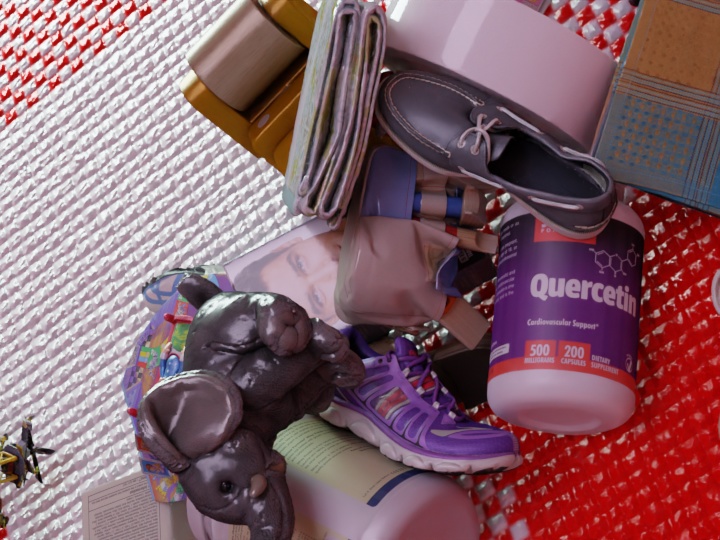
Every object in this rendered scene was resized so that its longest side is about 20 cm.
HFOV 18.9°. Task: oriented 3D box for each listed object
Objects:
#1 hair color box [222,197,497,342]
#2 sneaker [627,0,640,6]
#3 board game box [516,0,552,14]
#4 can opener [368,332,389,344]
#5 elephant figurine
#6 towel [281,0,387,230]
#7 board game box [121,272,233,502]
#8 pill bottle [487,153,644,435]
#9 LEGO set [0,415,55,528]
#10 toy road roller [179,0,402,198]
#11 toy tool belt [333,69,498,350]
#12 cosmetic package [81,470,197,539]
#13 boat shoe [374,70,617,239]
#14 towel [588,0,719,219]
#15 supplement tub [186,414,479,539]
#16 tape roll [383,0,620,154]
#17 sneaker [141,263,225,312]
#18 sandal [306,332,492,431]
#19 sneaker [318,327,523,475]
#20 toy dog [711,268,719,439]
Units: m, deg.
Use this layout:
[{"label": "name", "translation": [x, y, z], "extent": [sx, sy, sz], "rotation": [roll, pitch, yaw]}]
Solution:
[{"label": "hair color box", "translation": [0.000, 0.000, 1.762], "extent": [0.199, 0.061, 0.099], "rotation": [-27, 71, 6]}, {"label": "sneaker", "translation": [0.277, -0.283, 1.721], "extent": [0.200, 0.075, 0.116], "rotation": [-41, 56, 30]}, {"label": "board game box", "translation": [0.148, -0.319, 1.774], "extent": [0.200, 0.153, 0.040], "rotation": [-55, 47, 5]}, {"label": "can opener", "translation": [-0.031, 0.092, 1.803], "extent": [0.067, 0.053, 0.201], "rotation": [17, 83, 42]}, {"label": "elephant figurine", "translation": [-0.097, 0.120, 1.600], "extent": [0.201, 0.141, 0.155], "rotation": [-60, 24, -16]}, {"label": "towel", "translation": [-0.020, -0.125, 1.664], "extent": [0.200, 0.048, 0.172], "rotation": [-127, 50, -81]}, {"label": "board game box", "translation": [-0.152, 0.089, 1.804], "extent": [0.158, 0.039, 0.201], "rotation": [-44, 44, 24]}, {"label": "pill bottle", "translation": [0.158, 0.017, 1.648], "extent": [0.112, 0.112, 0.201], "rotation": [-8, 67, 35]}, {"label": "LEGO set", "translation": [-0.358, 0.202, 1.998], "extent": [0.199, 0.116, 0.155], "rotation": [6, 104, 43]}, {"label": "toy road roller", "translation": [-0.044, -0.130, 1.815], "extent": [0.123, 0.200, 0.146], "rotation": [-45, 28, 13]}, {"label": "toy tool belt", "translation": [0.055, -0.046, 1.678], "extent": [0.125, 0.122, 0.201], "rotation": [139, 142, -76]}, {"label": "cosmetic package", "translation": [-0.174, 0.274, 1.823], "extent": [0.103, 0.073, 0.201], "rotation": [-21, 60, 30]}, {"label": "boat shoe", "translation": [0.101, -0.095, 1.589], "extent": [0.199, 0.062, 0.073], "rotation": [31, 74, 5]}, {"label": "towel", "translation": [0.266, -0.142, 1.642], "extent": [0.146, 0.022, 0.201], "rotation": [19, 78, 0]}, {"label": "supplement tub", "translation": [-0.024, 0.197, 1.683], "extent": [0.199, 0.145, 0.146], "rotation": [22, 85, 37]}, {"label": "tape roll", "translation": [0.108, -0.161, 1.706], "extent": [0.202, 0.202, 0.071], "rotation": [24, 87, 41]}, {"label": "sneaker", "translation": [-0.119, 0.027, 1.893], "extent": [0.199, 0.072, 0.073], "rotation": [-6, 93, 43]}, {"label": "sandal", "translation": [0.035, 0.085, 1.762], "extent": [0.211, 0.078, 0.070], "rotation": [-17, 29, 24]}, {"label": "sneaker", "translation": [0.040, 0.099, 1.651], "extent": [0.199, 0.080, 0.084], "rotation": [24, 103, 35]}, {"label": "toy dog", "translation": [0.301, 0.049, 1.534], "extent": [0.131, 0.096, 0.201], "rotation": [-21, 59, 29]}]
